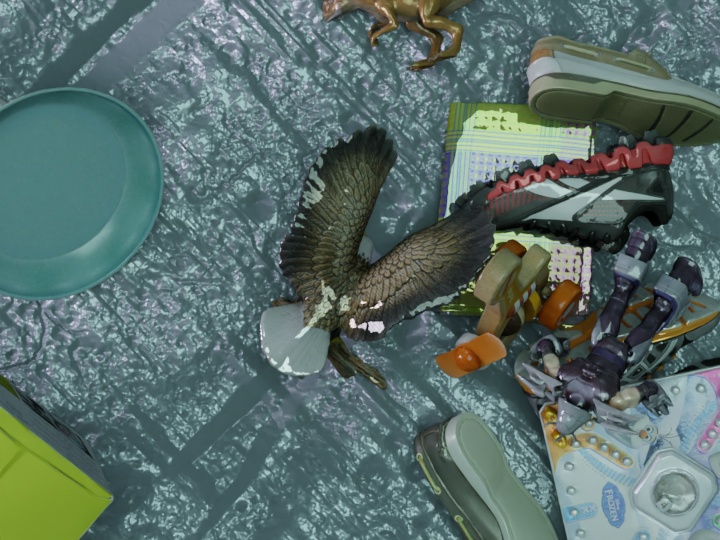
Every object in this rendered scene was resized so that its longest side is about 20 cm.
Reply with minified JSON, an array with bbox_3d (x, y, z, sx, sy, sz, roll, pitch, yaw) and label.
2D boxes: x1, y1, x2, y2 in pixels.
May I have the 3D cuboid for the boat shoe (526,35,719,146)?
[{"bbox_3d":[0.244,-0.164,1.703,0.199,0.075,0.069,12,59,-19],"label":"boat shoe"}]

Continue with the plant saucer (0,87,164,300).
[{"bbox_3d":[-0.269,-0.071,1.655,0.199,0.036,0.201,-14,122,-23],"label":"plant saucer"}]

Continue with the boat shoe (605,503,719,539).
[{"bbox_3d":[0.309,0.236,1.702,0.199,0.072,0.069,0,103,-6],"label":"boat shoe"}]

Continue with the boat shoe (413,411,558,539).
[{"bbox_3d":[0.117,0.219,1.693,0.060,0.072,0.202,-22,104,36],"label":"boat shoe"}]

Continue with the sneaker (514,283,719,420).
[{"bbox_3d":[0.232,0.076,1.704,0.199,0.078,0.077,-23,120,-8],"label":"sneaker"}]

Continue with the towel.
[{"bbox_3d":[0.140,-0.050,1.723,0.143,0.023,0.201,3,87,-2],"label":"towel"}]

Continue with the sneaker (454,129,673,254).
[{"bbox_3d":[0.186,-0.055,1.678,0.200,0.071,0.098,-13,86,-5],"label":"sneaker"}]

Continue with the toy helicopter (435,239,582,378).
[{"bbox_3d":[0.115,0.030,1.608,0.079,0.200,0.132,37,84,15],"label":"toy helicopter"}]

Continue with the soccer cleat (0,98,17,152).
[{"bbox_3d":[-0.376,-0.160,1.671,0.200,0.078,0.069,30,87,-1],"label":"soccer cleat"}]

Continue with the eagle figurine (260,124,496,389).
[{"bbox_3d":[-0.001,-0.005,1.652,0.151,0.200,0.151,10,43,-34],"label":"eagle figurine"}]

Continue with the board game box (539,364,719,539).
[{"bbox_3d":[0.272,0.193,1.654,0.199,0.026,0.201,-13,97,6],"label":"board game box"}]

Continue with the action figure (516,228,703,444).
[{"bbox_3d":[0.217,0.067,1.617,0.130,0.069,0.200,30,68,14],"label":"action figure"}]

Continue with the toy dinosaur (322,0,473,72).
[{"bbox_3d":[0.067,-0.239,1.706,0.199,0.060,0.107,-11,87,-4],"label":"toy dinosaur"}]

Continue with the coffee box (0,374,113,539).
[{"bbox_3d":[-0.352,0.179,1.579,0.200,0.198,0.200,42,86,-17],"label":"coffee box"}]

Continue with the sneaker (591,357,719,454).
[{"bbox_3d":[0.294,0.139,1.710,0.199,0.081,0.084,-23,107,2],"label":"sneaker"}]
